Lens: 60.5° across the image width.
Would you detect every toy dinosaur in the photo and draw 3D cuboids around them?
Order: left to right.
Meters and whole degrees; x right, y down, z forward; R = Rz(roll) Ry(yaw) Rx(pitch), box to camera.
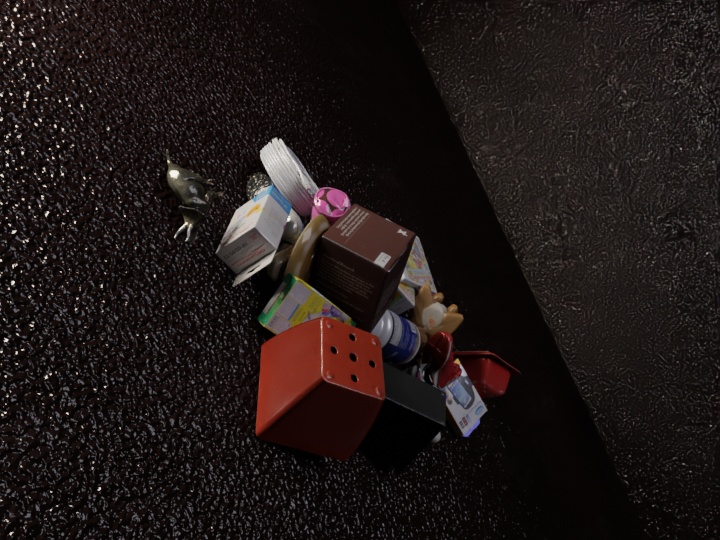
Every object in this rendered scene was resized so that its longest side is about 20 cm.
[{"bbox_3d":[-0.324,-0.155,1.174,0.203,0.076,0.102,68,19,6],"label":"toy dinosaur"}]

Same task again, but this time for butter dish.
[{"bbox_3d":[0.350,0.333,1.850,0.199,0.198,0.150,34,60,-41],"label":"butter dish"}]

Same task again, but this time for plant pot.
[{"bbox_3d":[-0.109,-0.021,1.322,0.027,0.203,0.200,22,24,11],"label":"plant pot"},{"bbox_3d":[-0.059,0.202,1.134,0.198,0.176,0.202,24,42,-28],"label":"plant pot"}]

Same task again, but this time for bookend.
[{"bbox_3d":[0.050,0.311,1.316,0.196,0.201,0.093,26,35,-10],"label":"bookend"}]

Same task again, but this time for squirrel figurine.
[{"bbox_3d":[0.183,0.156,1.720,0.140,0.202,0.187,33,-2,6],"label":"squirrel figurine"}]

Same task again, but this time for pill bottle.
[{"bbox_3d":[0.053,0.153,1.516,0.199,0.115,0.117,30,39,-47],"label":"pill bottle"}]

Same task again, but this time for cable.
[{"bbox_3d":[-0.163,-0.221,1.484,0.201,0.069,0.200,56,5,13],"label":"cable"}]

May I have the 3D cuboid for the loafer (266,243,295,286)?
[{"bbox_3d":[-0.161,-0.017,1.337,0.067,0.077,0.200,27,12,11],"label":"loafer"}]

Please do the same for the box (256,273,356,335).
[{"bbox_3d":[-0.104,0.106,1.273,0.199,0.118,0.048,40,-6,-36],"label":"box"}]

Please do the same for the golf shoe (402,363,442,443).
[{"bbox_3d":[0.170,0.337,1.579,0.072,0.091,0.203,15,53,-58],"label":"golf shoe"}]

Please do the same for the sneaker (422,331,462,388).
[{"bbox_3d":[0.224,0.235,1.647,0.114,0.202,0.078,-13,44,-39],"label":"sneaker"}]

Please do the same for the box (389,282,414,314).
[{"bbox_3d":[0.077,0.024,1.690,0.101,0.111,0.202,47,28,-29],"label":"box"}]

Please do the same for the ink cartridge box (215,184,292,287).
[{"bbox_3d":[-0.216,-0.072,1.242,0.068,0.114,0.202,46,29,-26],"label":"ink cartridge box"}]

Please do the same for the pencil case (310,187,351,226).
[{"bbox_3d":[-0.072,-0.105,1.446,0.092,0.201,0.092,13,59,-1],"label":"pencil case"}]

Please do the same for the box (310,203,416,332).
[{"bbox_3d":[0.000,0.000,1.366,0.162,0.202,0.166,26,39,12],"label":"box"}]

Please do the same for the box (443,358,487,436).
[{"bbox_3d":[0.279,0.367,1.749,0.118,0.041,0.202,-34,94,-33],"label":"box"}]

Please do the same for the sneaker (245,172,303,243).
[{"bbox_3d":[-0.194,-0.138,1.387,0.201,0.071,0.073,54,-2,24],"label":"sneaker"}]

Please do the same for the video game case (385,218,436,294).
[{"bbox_3d":[0.136,-0.034,1.706,0.199,0.023,0.185,23,46,-56],"label":"video game case"}]
